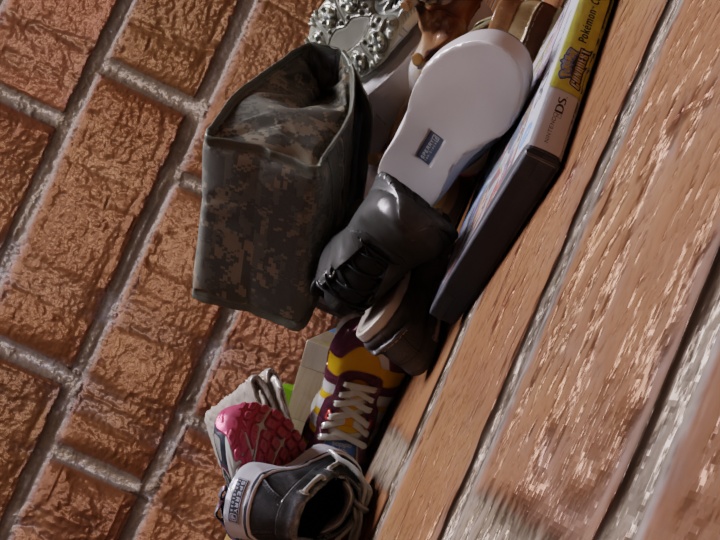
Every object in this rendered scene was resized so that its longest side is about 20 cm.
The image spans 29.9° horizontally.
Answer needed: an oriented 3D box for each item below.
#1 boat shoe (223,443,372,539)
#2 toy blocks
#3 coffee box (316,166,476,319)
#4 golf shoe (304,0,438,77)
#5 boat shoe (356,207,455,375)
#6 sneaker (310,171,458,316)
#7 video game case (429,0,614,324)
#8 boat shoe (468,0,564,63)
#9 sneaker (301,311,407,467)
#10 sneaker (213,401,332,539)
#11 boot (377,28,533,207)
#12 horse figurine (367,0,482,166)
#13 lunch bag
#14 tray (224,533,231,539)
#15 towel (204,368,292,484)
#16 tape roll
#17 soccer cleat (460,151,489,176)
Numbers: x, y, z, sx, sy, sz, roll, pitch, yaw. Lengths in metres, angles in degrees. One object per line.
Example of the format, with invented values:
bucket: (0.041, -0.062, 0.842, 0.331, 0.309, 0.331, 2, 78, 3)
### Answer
boat shoe: (-0.027, 0.168, 0.987, 0.199, 0.067, 0.075, 27, -105, -68)
toy blocks: (-0.032, 0.140, 1.340, 0.137, 0.099, 0.203, -18, -55, -75)
coffee box: (0.030, -0.041, 1.326, 0.080, 0.112, 0.202, 135, 159, -85)
golf shoe: (0.034, -0.234, 1.177, 0.199, 0.079, 0.097, -36, -5, 42)
boat shoe: (0.047, 0.018, 1.077, 0.067, 0.057, 0.201, -41, 11, 30)
sneaker: (0.011, -0.010, 0.992, 0.091, 0.076, 0.200, -53, 2, -14)
video game case: (0.111, -0.085, 0.921, 0.201, 0.025, 0.182, 117, 176, -56)
boat shoe: (0.118, -0.174, 1.083, 0.200, 0.073, 0.077, 124, 171, -78)
sneaker: (-0.006, 0.118, 1.146, 0.201, 0.074, 0.091, 107, 176, -51)
sneaker: (-0.081, 0.179, 1.048, 0.202, 0.074, 0.081, 75, -147, -43)
boot: (0.078, -0.124, 0.955, 0.091, 0.073, 0.200, -50, 2, -32)
horse figurine: (0.058, -0.157, 1.124, 0.132, 0.049, 0.203, -37, -38, -59)
lunch bag: (-0.055, -0.078, 1.125, 0.201, 0.116, 0.166, -64, -13, -53)
tray: (-0.097, 0.276, 1.349, 0.201, 0.036, 0.100, -67, -33, -48)
towel: (-0.089, 0.169, 1.211, 0.134, 0.034, 0.200, 70, 156, 8)
tape roll: (0.029, -0.196, 1.261, 0.201, 0.071, 0.204, -34, 32, 25)
soccer cleat: (0.115, -0.174, 1.238, 0.087, 0.069, 0.201, 118, 175, -48)
